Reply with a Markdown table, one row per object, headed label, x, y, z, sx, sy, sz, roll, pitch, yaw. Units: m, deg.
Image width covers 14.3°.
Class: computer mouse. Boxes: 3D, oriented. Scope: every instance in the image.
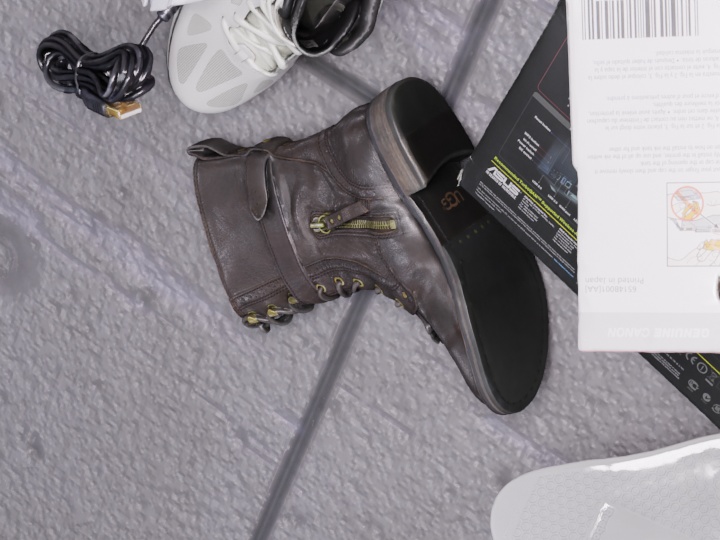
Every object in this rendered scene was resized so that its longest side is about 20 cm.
| label | x | y | z | sx | sy | sz | roll | pitch | yaw |
| --- | --- | --- | --- | --- | --- | --- | --- | --- | --- |
| computer mouse | -0.093 | -0.171 | 1.484 | 0.200 | 0.044 | 0.110 | -55 | 27 | -2 |

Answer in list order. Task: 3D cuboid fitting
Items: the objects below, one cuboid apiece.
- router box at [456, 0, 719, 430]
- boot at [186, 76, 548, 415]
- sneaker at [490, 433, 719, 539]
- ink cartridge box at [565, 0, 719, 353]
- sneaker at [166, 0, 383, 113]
| label | x | y | z | sx | sy | sz | roll | pitch | yaw |
| --- | --- | --- | --- | --- | --- | --- | --- | --- | --- |
| router box | 0.159 | -0.040 | 1.399 | 0.200 | 0.062 | 0.150 | 44 | 136 | 14 |
| boot | 0.000 | 0.000 | 1.538 | 0.174 | 0.069 | 0.201 | -23 | 88 | 41 |
| sneaker | 0.173 | 0.129 | 1.458 | 0.199 | 0.099 | 0.071 | -6 | 72 | 15 |
| ink cartridge box | 0.194 | -0.052 | 1.294 | 0.199 | 0.045 | 0.177 | 0 | 94 | 25 |
| sneaker | -0.045 | -0.134 | 1.474 | 0.076 | 0.116 | 0.201 | 35 | 125 | -14 |
